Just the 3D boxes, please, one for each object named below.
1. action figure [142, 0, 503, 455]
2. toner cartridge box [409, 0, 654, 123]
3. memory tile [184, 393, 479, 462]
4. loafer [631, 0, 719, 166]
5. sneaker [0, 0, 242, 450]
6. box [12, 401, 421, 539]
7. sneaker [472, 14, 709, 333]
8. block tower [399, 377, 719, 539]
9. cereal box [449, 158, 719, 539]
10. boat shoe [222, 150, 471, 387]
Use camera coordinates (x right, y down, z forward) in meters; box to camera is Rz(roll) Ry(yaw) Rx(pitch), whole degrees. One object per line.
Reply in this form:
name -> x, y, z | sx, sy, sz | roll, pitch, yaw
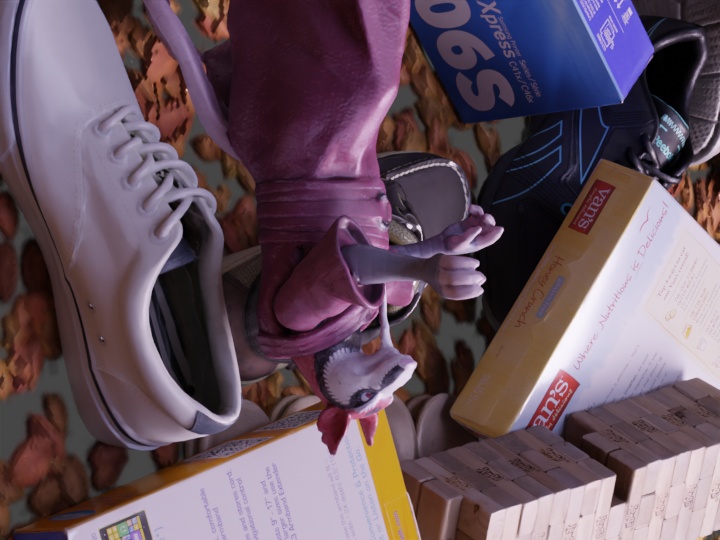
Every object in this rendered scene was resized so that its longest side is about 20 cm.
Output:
action figure -> -0.020, -0.028, 1.055 | 0.134, 0.149, 0.200 | 58, 32, -81
toner cartridge box -> 0.051, -0.163, 1.241 | 0.200, 0.095, 0.043 | 60, 43, -27
memory tile -> -0.008, 0.128, 1.186 | 0.200, 0.017, 0.153 | 2, 83, -52
loafer -> 0.168, -0.156, 1.418 | 0.063, 0.072, 0.200 | -14, 93, -60
sneaker -> -0.089, -0.027, 1.055 | 0.073, 0.071, 0.200 | -33, 111, -50
box -> -0.056, 0.135, 1.082 | 0.200, 0.041, 0.119 | -20, 98, -41
sneaker -> 0.114, -0.049, 1.320 | 0.075, 0.079, 0.200 | 45, 53, -41
block tower -> 0.102, 0.102, 1.229 | 0.200, 0.054, 0.058 | -14, 124, -39
cereal box -> 0.136, 0.052, 1.312 | 0.144, 0.040, 0.200 | -59, 140, -7
boat shoe -> -0.001, -0.001, 1.172 | 0.201, 0.066, 0.072 | -32, 111, -49
